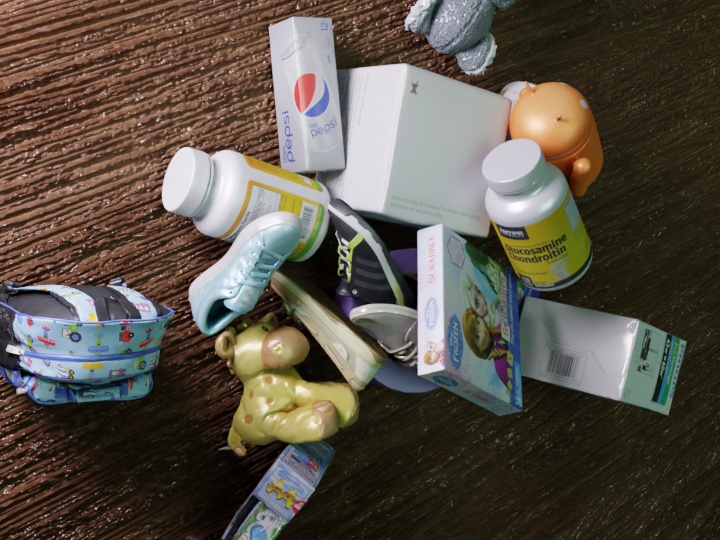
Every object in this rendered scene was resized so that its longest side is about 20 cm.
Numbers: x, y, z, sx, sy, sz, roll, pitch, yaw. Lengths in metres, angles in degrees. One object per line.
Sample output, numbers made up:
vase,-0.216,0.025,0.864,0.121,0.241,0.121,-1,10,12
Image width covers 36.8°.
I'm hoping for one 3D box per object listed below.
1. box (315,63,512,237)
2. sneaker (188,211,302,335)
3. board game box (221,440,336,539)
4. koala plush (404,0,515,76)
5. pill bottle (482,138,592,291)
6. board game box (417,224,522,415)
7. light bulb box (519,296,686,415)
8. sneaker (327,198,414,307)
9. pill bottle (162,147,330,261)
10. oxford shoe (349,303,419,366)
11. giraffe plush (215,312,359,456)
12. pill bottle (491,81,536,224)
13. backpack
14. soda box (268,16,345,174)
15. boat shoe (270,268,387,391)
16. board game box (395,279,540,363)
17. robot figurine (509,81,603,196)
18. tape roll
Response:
box,0.070,-0.161,1.485,0.198,0.171,0.202,11,88,-36
sneaker,-0.137,0.012,1.349,0.074,0.200,0.082,20,39,-38
board game box,-0.112,0.297,1.390,0.062,0.200,0.200,37,82,3
koala plush,0.155,-0.394,1.534,0.177,0.184,0.201,33,88,-32
pill bottle,0.232,-0.075,1.446,0.112,0.112,0.200,-49,132,-20
board game box,0.146,0.068,1.433,0.199,0.041,0.201,29,53,-47
light bulb box,0.370,0.133,1.684,0.199,0.197,0.126,20,84,-51
sneaker,0.000,0.000,1.408,0.083,0.072,0.200,-36,120,-5
pill bottle,-0.146,-0.088,1.381,0.199,0.111,0.112,17,85,-34
oxford shoe,0.067,0.094,1.424,0.199,0.075,0.058,28,59,-38
giraffe plush,-0.111,0.139,1.425,0.199,0.173,0.163,-13,93,2
pill bottle,0.215,-0.173,1.620,0.114,0.114,0.201,44,71,-30
backpack,-0.308,0.083,1.233,0.182,0.199,0.136,-1,95,-35
soda box,-0.071,-0.229,1.432,0.063,0.068,0.202,-7,94,-34
boat shoe,-0.054,0.074,1.438,0.063,0.200,0.073,-53,164,11
board game box,0.168,0.087,1.658,0.199,0.041,0.201,25,81,-33
robot figurine,0.272,-0.179,1.494,0.200,0.116,0.145,53,45,-56
tape roll,0.063,0.070,1.529,0.199,0.085,0.202,0,89,-19
